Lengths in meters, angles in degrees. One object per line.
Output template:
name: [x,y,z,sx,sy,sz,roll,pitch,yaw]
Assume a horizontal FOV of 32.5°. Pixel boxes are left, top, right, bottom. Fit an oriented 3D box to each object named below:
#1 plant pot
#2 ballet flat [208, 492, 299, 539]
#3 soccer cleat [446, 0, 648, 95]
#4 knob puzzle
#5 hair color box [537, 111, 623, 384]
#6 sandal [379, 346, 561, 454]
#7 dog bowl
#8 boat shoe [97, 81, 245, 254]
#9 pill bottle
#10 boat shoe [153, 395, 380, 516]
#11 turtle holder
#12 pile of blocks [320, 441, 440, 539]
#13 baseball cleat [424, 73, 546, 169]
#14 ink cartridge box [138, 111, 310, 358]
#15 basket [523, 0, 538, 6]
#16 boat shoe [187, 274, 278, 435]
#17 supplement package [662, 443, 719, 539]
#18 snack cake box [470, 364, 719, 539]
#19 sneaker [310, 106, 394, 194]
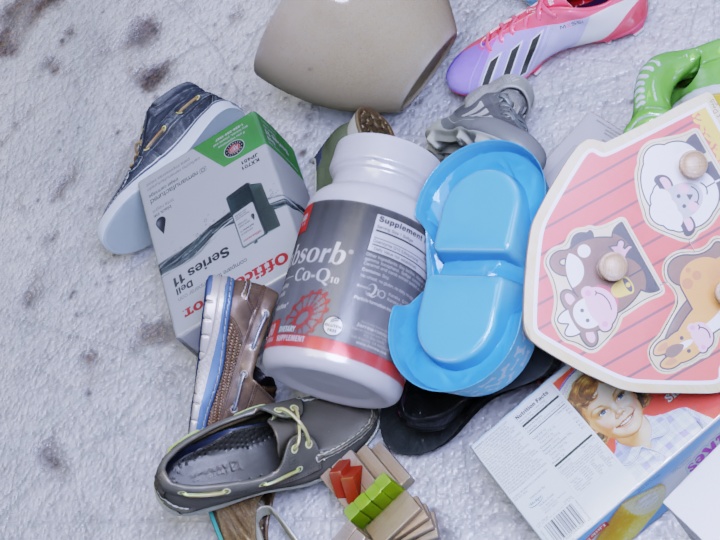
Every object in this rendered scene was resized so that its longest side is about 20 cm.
plant pot: [0.012,-0.227,1.167,0.134,0.200,0.201,37,82,4]
ballet flat: [-0.073,0.256,1.001,0.072,0.068,0.201,-17,49,-3]
soccer cleat: [0.165,-0.222,1.129,0.199,0.077,0.067,-19,52,16]
knob puzzle: [0.203,-0.004,0.856,0.218,0.030,0.221,0,86,0]
hair color box: [0.169,-0.020,1.019,0.200,0.064,0.111,-46,53,-4]
sandal: [0.073,0.084,0.974,0.200,0.048,0.076,-39,64,37]
dog bowl: [0.090,0.002,0.931,0.111,0.050,0.201,1,70,35]
boat shoe: [-0.211,-0.107,1.282,0.200,0.071,0.091,-48,50,-12]
pill bottle: [0.000,0.000,0.996,0.115,0.116,0.201,4,69,31]
boat shoe: [-0.072,0.145,1.013,0.201,0.060,0.072,-19,70,-15]
turtle holder: [0.296,-0.117,0.931,0.140,0.185,0.133,-16,72,36]
pile of blocks: [0.017,0.219,0.964,0.082,0.062,0.201,-24,54,15]
baseball cleat: [0.120,-0.129,1.065,0.106,0.070,0.200,-46,22,-8]
ink cartridge box: [-0.116,-0.028,1.168,0.146,0.083,0.201,-30,53,12]
basket: [0.196,-0.341,1.125,0.200,0.176,0.140,-34,49,32]
boat shoe: [-0.108,0.107,1.064,0.072,0.072,0.201,6,103,-5]
supplement package: [0.330,0.148,0.801,0.200,0.111,0.156,-44,51,-1]
snack cake box: [0.196,0.118,0.920,0.200,0.067,0.115,-40,50,3]
sneaker: [0.000,-0.043,1.133,0.090,0.067,0.201,-31,59,38]
